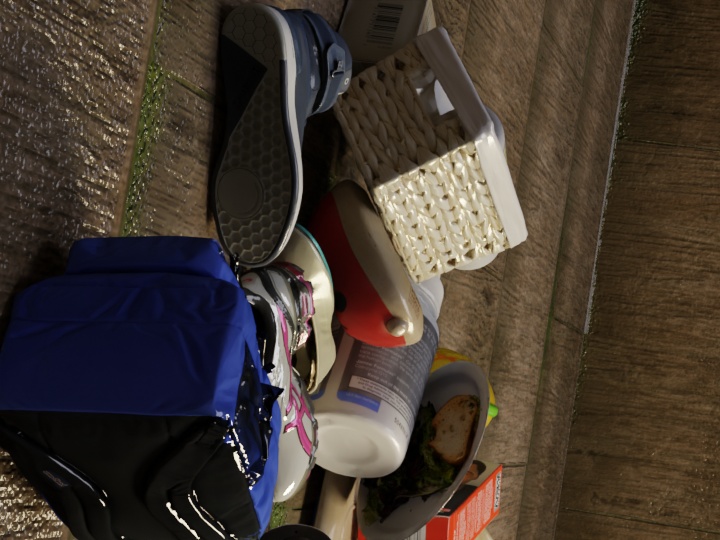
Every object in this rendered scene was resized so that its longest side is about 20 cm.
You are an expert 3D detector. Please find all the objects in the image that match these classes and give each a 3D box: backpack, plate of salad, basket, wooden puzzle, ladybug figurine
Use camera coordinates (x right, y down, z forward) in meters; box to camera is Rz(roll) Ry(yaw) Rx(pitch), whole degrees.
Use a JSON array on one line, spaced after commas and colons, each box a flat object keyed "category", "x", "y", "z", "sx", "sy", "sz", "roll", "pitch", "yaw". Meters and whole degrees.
[{"category": "backpack", "x": -0.122, "y": 0.085, "z": 1.169, "sx": 0.201, "sy": 0.161, "sz": 0.169, "roll": 77, "pitch": 22, "yaw": -52}, {"category": "plate of salad", "x": 0.052, "y": 0.171, "z": 1.789, "sx": 0.200, "sy": 0.048, "sz": 0.201, "roll": -44, "pitch": -153, "yaw": 29}, {"category": "basket", "x": 0.062, "y": -0.099, "z": 1.687, "sx": 0.200, "sy": 0.123, "sz": 0.136, "roll": 65, "pitch": 0, "yaw": -58}, {"category": "wooden puzzle", "x": -0.011, "y": 0.239, "z": 1.915, "sx": 0.200, "sy": 0.046, "sz": 0.187, "roll": 49, "pitch": 50, "yaw": -65}, {"category": "ladybug figurine", "x": 0.000, "y": 0.000, "z": 1.658, "sx": 0.200, "sy": 0.071, "sz": 0.136, "roll": -114, "pitch": 179, "yaw": -56}]

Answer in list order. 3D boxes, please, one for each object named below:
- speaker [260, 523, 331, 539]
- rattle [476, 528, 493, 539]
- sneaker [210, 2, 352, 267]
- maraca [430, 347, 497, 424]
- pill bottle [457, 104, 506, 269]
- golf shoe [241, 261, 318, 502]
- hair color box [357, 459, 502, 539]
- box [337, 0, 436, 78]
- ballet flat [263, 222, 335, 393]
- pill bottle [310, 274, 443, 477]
[{"category": "speaker", "x": -0.057, "y": 0.333, "z": 1.707, "sx": 0.081, "sy": 0.080, "sz": 0.201, "roll": -62, "pitch": 156, "yaw": -52}, {"category": "rattle", "x": 0.093, "y": 0.336, "z": 2.387, "sx": 0.201, "sy": 0.142, "sz": 0.131, "roll": 61, "pitch": 4, "yaw": -43}, {"category": "sneaker", "x": -0.059, "y": -0.110, "z": 1.472, "sx": 0.146, "sy": 0.076, "sz": 0.204, "roll": -23, "pitch": 119, "yaw": -70}, {"category": "maraca", "x": 0.082, "y": 0.140, "z": 2.012, "sx": 0.200, "sy": 0.136, "sz": 0.108, "roll": 82, "pitch": 25, "yaw": -84}, {"category": "pill bottle", "x": 0.114, "y": -0.091, "z": 2.080, "sx": 0.201, "sy": 0.108, "sz": 0.110, "roll": 78, "pitch": 25, "yaw": -52}, {"category": "golf shoe", "x": -0.085, "y": 0.097, "z": 1.516, "sx": 0.092, "sy": 0.072, "sz": 0.202, "roll": -18, "pitch": 109, "yaw": -58}, {"category": "hair color box", "x": 0.075, "y": 0.251, "z": 1.945, "sx": 0.200, "sy": 0.101, "sz": 0.062, "roll": -27, "pitch": 121, "yaw": -69}, {"category": "box", "x": 0.033, "y": -0.177, "z": 1.787, "sx": 0.200, "sy": 0.077, "sz": 0.096, "roll": 72, "pitch": 29, "yaw": -59}, {"category": "ballet flat", "x": -0.058, "y": 0.040, "z": 1.597, "sx": 0.201, "sy": 0.069, "sz": 0.070, "roll": 79, "pitch": 24, "yaw": -52}, {"category": "pill bottle", "x": 0.012, "y": 0.088, "z": 1.775, "sx": 0.114, "sy": 0.113, "sz": 0.201, "roll": 80, "pitch": 24, "yaw": -50}]
